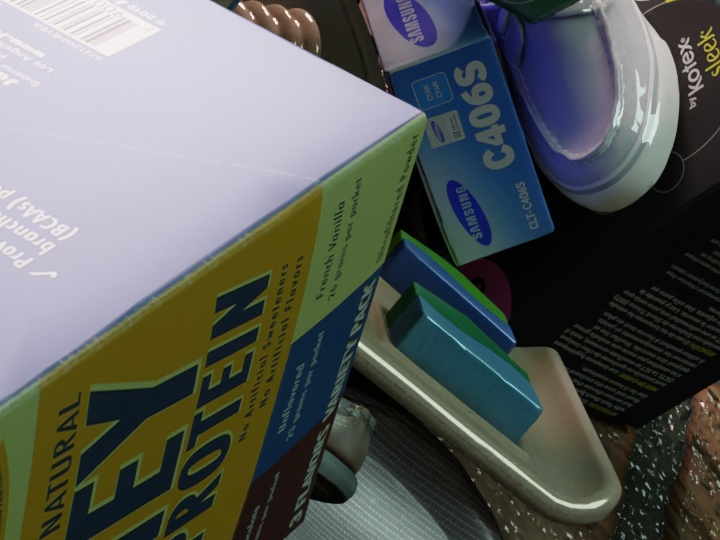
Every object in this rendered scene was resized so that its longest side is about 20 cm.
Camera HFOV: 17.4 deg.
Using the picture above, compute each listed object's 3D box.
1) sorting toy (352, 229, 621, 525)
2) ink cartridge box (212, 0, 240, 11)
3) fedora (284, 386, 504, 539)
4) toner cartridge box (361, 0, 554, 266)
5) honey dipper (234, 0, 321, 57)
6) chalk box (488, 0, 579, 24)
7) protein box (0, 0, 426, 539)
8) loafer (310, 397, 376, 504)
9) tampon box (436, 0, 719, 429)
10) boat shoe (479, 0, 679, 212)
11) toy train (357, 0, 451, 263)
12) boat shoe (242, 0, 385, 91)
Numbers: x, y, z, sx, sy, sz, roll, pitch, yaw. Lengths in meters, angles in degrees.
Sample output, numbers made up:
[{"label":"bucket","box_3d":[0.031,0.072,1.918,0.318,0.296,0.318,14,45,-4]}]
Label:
[{"label":"sorting toy","box_3d":[0.000,0.000,0.827,0.200,0.037,0.185,34,10,-11]},{"label":"ink cartridge box","box_3d":[-0.081,-0.169,0.794,0.068,0.116,0.201,11,61,-25]},{"label":"fedora","box_3d":[-0.007,0.109,0.763,0.200,0.090,0.177,48,32,-13]},{"label":"toner cartridge box","box_3d":[0.027,-0.099,0.948,0.200,0.043,0.095,-105,173,-55]},{"label":"honey dipper","box_3d":[-0.105,-0.088,0.832,0.199,0.038,0.038,5,56,-35]},{"label":"chalk box","box_3d":[0.067,-0.179,0.835,0.200,0.124,0.125,23,54,-42]},{"label":"protein box","box_3d":[-0.128,0.008,0.551,0.198,0.135,0.200,29,35,18]},{"label":"loafer","box_3d":[-0.079,0.001,0.698,0.199,0.072,0.063,25,73,13]},{"label":"tampon box","box_3d":[0.141,-0.054,1.009,0.126,0.200,0.150,25,41,-41]},{"label":"boat shoe","box_3d":[0.075,-0.116,0.957,0.068,0.072,0.201,27,46,-42]},{"label":"toy train","box_3d":[-0.003,-0.048,0.972,0.046,0.034,0.201,4,58,-40]},{"label":"boat shoe","box_3d":[-0.062,-0.121,0.922,0.200,0.076,0.060,57,-14,-15]}]
